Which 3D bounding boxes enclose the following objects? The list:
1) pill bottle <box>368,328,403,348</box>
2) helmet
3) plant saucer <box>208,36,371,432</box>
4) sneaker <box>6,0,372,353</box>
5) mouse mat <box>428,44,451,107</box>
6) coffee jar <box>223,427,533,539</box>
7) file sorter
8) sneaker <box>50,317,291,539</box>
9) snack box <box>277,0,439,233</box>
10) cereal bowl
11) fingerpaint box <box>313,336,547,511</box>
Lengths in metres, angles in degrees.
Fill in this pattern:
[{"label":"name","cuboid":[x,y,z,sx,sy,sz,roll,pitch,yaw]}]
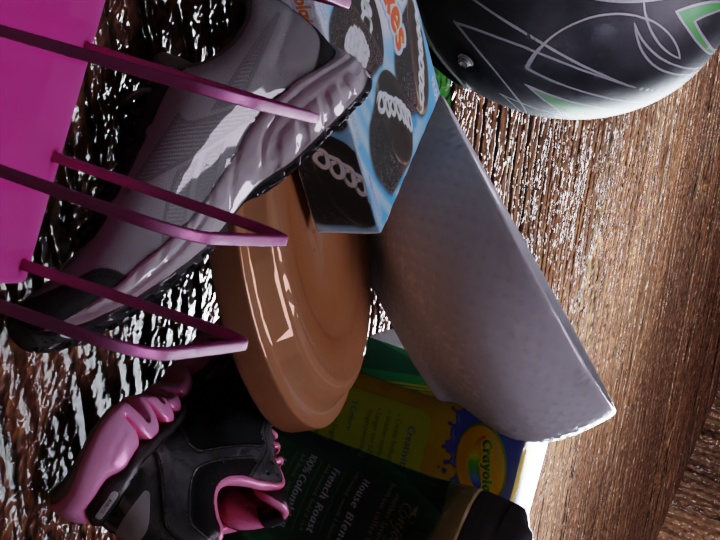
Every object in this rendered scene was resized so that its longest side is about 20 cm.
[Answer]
[{"label":"pill bottle","cuboid":[0.033,0.139,1.579,0.200,0.112,0.113,91,22,-47]},{"label":"helmet","cuboid":[0.120,-0.177,1.368,0.191,0.199,0.201,-138,-116,-81]},{"label":"plant saucer","cuboid":[-0.031,-0.021,1.174,0.200,0.032,0.201,-7,90,-75]},{"label":"sneaker","cuboid":[-0.086,-0.041,1.036,0.200,0.079,0.074,-47,-173,-21]},{"label":"mouse mat","cuboid":[0.028,-0.098,1.406,0.200,0.008,0.162,-9,98,-74]},{"label":"coffee jar","cuboid":[-0.002,0.145,1.288,0.104,0.199,0.086,81,31,-59]},{"label":"file sorter","cuboid":[-0.083,-0.076,0.888,0.139,0.125,0.201,-1,108,-75]},{"label":"sneaker","cuboid":[-0.069,0.089,1.167,0.079,0.095,0.200,-61,171,30]},{"label":"snack box","cuboid":[-0.012,-0.131,1.126,0.116,0.037,0.200,-67,149,-46]},{"label":"cereal bowl","cuboid":[0.056,0.010,1.289,0.083,0.201,0.200,-28,163,4]},{"label":"fingerpaint box","cuboid":[0.009,0.149,1.403,0.073,0.166,0.201,-32,137,-67]}]
